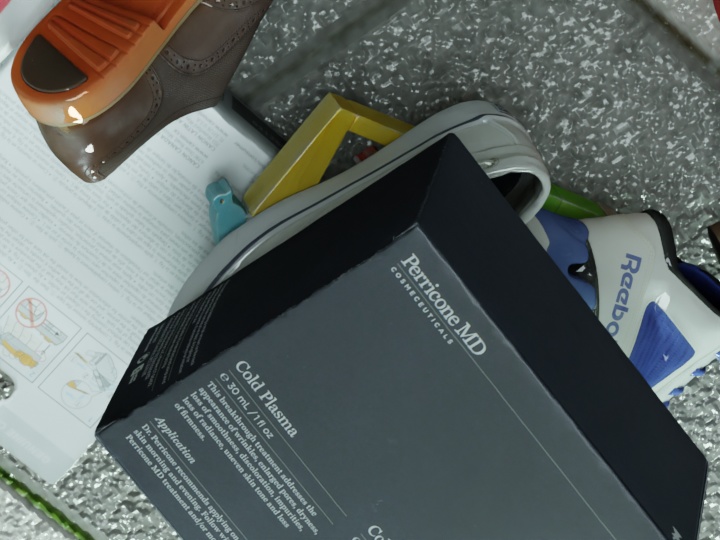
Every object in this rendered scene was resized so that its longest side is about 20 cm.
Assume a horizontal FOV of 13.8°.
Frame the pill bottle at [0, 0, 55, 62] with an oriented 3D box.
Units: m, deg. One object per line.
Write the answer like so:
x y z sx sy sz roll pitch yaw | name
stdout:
-0.216 -0.188 1.333 0.200 0.111 0.111 38 104 -15 | pill bottle

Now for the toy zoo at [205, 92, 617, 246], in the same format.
0.014 -0.004 1.426 0.200 0.020 0.131 21 108 -28 | toy zoo

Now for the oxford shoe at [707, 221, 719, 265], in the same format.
0.242 0.053 1.463 0.071 0.071 0.200 -26 109 0 | oxford shoe

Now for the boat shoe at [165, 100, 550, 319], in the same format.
0.000 0.000 1.371 0.200 0.066 0.072 -31 123 -2 | boat shoe

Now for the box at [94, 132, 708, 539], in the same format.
0.022 0.078 1.308 0.182 0.104 0.200 -32 106 23 | box

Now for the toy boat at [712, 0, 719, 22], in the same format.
0.228 -0.090 1.397 0.200 0.131 0.131 39 135 -14 | toy boat

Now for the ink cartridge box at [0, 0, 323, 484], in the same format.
-0.142 -0.021 1.431 0.163 0.057 0.200 40 107 -16 | ink cartridge box

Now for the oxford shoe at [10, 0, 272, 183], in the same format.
-0.076 -0.123 1.365 0.200 0.071 0.073 -43 140 -20 | oxford shoe

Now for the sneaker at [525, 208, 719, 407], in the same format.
0.129 0.052 1.442 0.115 0.081 0.200 -12 122 -17 | sneaker
